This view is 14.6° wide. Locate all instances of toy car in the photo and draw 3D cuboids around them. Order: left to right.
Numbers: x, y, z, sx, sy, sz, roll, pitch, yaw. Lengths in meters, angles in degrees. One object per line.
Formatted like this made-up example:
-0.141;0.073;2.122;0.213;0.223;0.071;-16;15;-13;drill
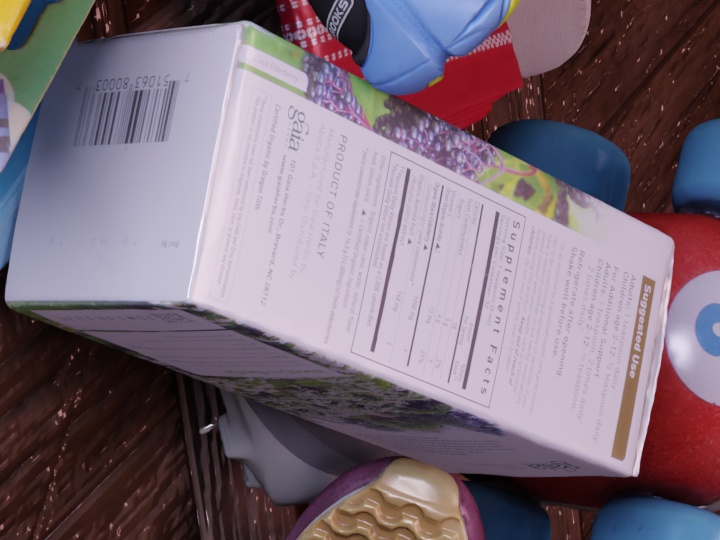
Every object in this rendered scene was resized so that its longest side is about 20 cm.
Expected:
0.057;0.010;1.020;0.200;0.176;0.185;35;64;-48;toy car

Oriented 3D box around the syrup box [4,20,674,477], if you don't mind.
0.000;0.000;0.822;0.199;0.078;0.082;22;74;-44;syrup box

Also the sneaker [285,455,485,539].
0.009;0.121;1.003;0.090;0.075;0.201;-62;170;-46;sneaker

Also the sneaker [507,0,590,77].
0.055;-0.179;1.067;0.089;0.075;0.201;-108;-159;-53;sneaker

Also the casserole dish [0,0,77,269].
-0.130;-0.085;0.730;0.121;0.039;0.201;-58;144;-43;casserole dish

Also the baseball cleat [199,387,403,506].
-0.016;-0.003;0.914;0.201;0.106;0.070;73;2;-50;baseball cleat

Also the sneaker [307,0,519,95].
-0.001;-0.125;0.811;0.083;0.071;0.200;49;14;-26;sneaker

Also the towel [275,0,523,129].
-0.004;-0.139;0.959;0.144;0.022;0.201;-26;103;-60;towel

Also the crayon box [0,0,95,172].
-0.116;-0.131;0.635;0.200;0.051;0.126;43;51;-26;crayon box
